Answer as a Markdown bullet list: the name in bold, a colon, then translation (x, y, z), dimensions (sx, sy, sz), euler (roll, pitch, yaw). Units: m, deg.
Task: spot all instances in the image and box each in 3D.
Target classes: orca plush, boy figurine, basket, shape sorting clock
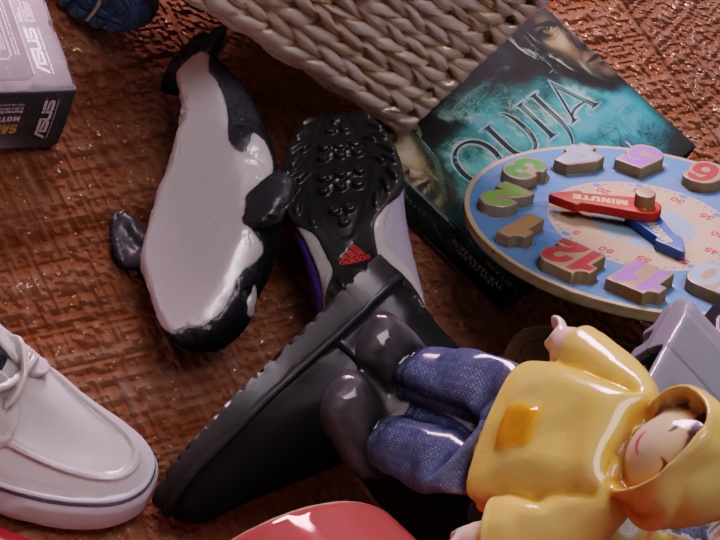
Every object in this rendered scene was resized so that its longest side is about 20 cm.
- **orca plush**: translation (-0.078, -0.031, 1.090), dimensions (0.105, 0.071, 0.201), euler (-29, 48, 8)
- **boy figurine**: translation (0.076, 0.074, 0.850), dimensions (0.125, 0.199, 0.065), euler (-56, 132, -23)
- **basket**: translation (-0.010, -0.216, 1.126), dimensions (0.199, 0.161, 0.199), euler (29, 26, -40)
- **shape sorting clock**: translation (0.155, -0.026, 1.117), dimensions (0.198, 0.039, 0.200), euler (4, 32, -2)

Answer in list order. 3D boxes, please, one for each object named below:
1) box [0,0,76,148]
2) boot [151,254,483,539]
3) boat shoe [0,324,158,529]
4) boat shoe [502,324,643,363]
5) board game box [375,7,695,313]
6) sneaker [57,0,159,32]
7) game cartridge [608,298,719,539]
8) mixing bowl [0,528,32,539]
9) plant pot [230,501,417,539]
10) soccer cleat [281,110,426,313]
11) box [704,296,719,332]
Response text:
- **box**: translation (-0.256, -0.153, 1.090), dimensions (0.157, 0.048, 0.201), euler (-6, 57, -30)
- **boot**: translation (0.023, 0.119, 0.963), dimensions (0.165, 0.066, 0.200), euler (-45, 86, 2)
- **boat shoe**: translation (-0.182, 0.055, 0.945), dimensions (0.199, 0.065, 0.074), euler (23, 46, -8)
- **boat shoe**: translation (0.171, 0.076, 1.117), dimensions (0.199, 0.073, 0.072), euler (17, 16, 1)
- **board game box**: translation (0.097, -0.072, 1.216), dimensions (0.135, 0.028, 0.200), euler (44, 47, 10)
- **sneaker**: translation (-0.148, -0.223, 1.185), dimensions (0.085, 0.077, 0.201), euler (-6, 57, -35)
- **game cartridge**: translation (0.149, 0.122, 0.922), dimensions (0.133, 0.041, 0.200), euler (43, 50, -9)
- **mixing bowl**: translation (-0.125, 0.191, 0.782), dimensions (0.108, 0.200, 0.201), euler (6, 51, -32)
- **plant pot**: translation (0.000, 0.208, 0.843), dimensions (0.199, 0.201, 0.178), euler (-12, 50, -34)
- **soccer cleat**: translation (0.000, 0.000, 1.085), dimensions (0.068, 0.073, 0.201), euler (-11, 51, -4)
- **box**: translation (0.250, 0.086, 1.044), dimensions (0.200, 0.161, 0.049), euler (37, 9, -19)
